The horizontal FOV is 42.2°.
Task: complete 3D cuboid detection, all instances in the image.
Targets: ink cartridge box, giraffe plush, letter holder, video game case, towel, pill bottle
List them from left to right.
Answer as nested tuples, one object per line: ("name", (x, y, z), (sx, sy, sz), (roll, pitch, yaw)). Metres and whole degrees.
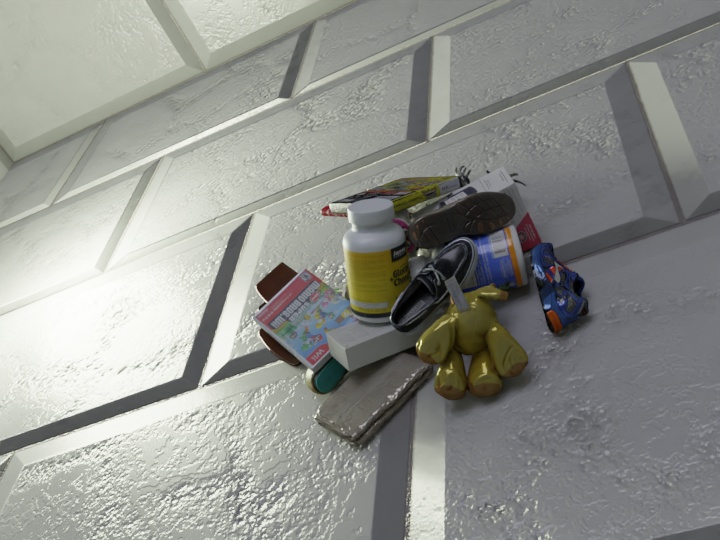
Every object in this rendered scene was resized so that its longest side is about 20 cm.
("letter holder", (-0.147, 0.089, 1.878), (0.142, 0.101, 0.200), (-40, 31, -11))
("video game case", (-0.095, 0.089, 1.738), (0.143, 0.017, 0.200), (-44, 47, -13))
("towel", (0.023, 0.212, 1.606), (0.200, 0.035, 0.132), (-42, 32, -19))
("pill bottle", (0.028, -0.018, 1.638), (0.111, 0.201, 0.112), (-6, 21, 2))
("towel", (0.035, -0.114, 1.873), (0.199, 0.023, 0.144), (6, 5, 43))
("video game case", (0.066, -0.143, 1.788), (0.180, 0.026, 0.200), (-22, 15, -30))
("pill bottle", (0.191, -0.005, 1.664), (0.199, 0.112, 0.112), (-15, 33, 9))
("giraffe plush", (0.178, 0.097, 1.531), (0.172, 0.201, 0.162), (-9, 6, 8))
("ink cartridge box", (0.215, -0.078, 1.746), (0.199, 0.145, 0.084), (-27, 29, 7))

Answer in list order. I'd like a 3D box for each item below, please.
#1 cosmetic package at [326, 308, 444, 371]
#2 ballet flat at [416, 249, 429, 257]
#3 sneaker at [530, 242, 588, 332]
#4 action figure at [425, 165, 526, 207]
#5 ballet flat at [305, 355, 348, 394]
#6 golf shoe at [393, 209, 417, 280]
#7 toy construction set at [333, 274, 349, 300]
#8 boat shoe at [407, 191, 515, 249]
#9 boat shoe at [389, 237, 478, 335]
("cosmetic package", (0.047, 0.112, 1.655), (0.199, 0.051, 0.082), (-19, 23, -21))
("ballet flat", (0.169, -0.060, 1.844), (0.199, 0.072, 0.072), (-33, 30, -1))
("sneaker", (0.337, 0.024, 1.574), (0.078, 0.076, 0.201), (-15, 41, 10))
("action figure", (0.230, -0.158, 1.882), (0.199, 0.119, 0.102), (-29, 50, 20))
("ballet flat", (-0.025, 0.148, 1.718), (0.200, 0.071, 0.071), (-43, 32, -18))
("golf shoe", (0.079, -0.026, 1.756), (0.075, 0.201, 0.092), (3, 35, 8))
("toy construction set", (0.000, 0.000, 1.819), (0.092, 0.131, 0.201), (11, 85, 21))
("boat shoe", (0.173, -0.094, 1.645), (0.199, 0.075, 0.073), (-14, 10, -9))
("boat shoe", (0.122, 0.022, 1.579), (0.200, 0.068, 0.072), (-47, 66, 2))
